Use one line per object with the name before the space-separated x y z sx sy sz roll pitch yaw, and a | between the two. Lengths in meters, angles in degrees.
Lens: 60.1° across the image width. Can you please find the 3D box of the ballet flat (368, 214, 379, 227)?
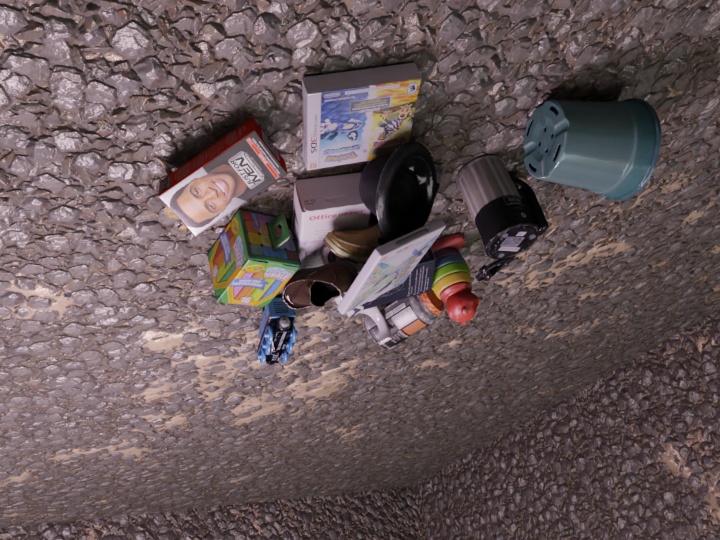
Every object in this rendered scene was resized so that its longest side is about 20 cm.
ballet flat | 0.052 -0.107 1.331 0.070 0.072 0.200 4 145 -32

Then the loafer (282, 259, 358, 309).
loafer | -0.093 0.036 1.231 0.199 0.071 0.073 -25 113 42

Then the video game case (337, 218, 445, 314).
video game case | 0.058 -0.006 1.194 0.181 0.022 0.201 -26 160 -38

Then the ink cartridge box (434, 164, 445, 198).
ink cartridge box | 0.128 -0.125 1.327 0.037 0.095 0.201 22 144 1

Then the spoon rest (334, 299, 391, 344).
spoon rest | 0.009 0.099 1.598 0.099 0.061 0.201 -30 111 24

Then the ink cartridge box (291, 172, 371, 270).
ink cartridge box | -0.064 -0.097 1.277 0.145 0.087 0.201 -10 147 -16

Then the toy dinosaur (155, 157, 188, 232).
toy dinosaur | -0.310 -0.122 1.135 0.100 0.059 0.201 -10 148 -11

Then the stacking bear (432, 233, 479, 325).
stacking bear | 0.228 0.032 1.522 0.112 0.202 0.122 -12 149 -9

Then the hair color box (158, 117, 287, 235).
hair color box | -0.234 -0.159 1.064 0.198 0.062 0.102 -32 127 9

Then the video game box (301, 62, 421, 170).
video game box | -0.004 -0.264 1.085 0.197 0.047 0.183 -11 151 -12

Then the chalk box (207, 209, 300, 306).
chalk box | -0.209 -0.034 1.264 0.123 0.126 0.200 8 139 -37

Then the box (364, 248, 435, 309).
box | 0.065 -0.005 1.471 0.197 0.108 0.149 -15 150 -8

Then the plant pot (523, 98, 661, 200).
plant pot | 0.440 -0.246 1.221 0.193 0.203 0.201 3 144 -18

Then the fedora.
fedora | 0.061 -0.149 1.157 0.200 0.091 0.203 -33 134 -42

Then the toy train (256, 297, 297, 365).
toy train | -0.213 0.157 1.572 0.085 0.116 0.201 -1 145 -21

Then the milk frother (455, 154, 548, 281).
milk frother | 0.280 -0.104 1.348 0.179 0.190 0.200 15 137 -41

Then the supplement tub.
supplement tub | 0.120 0.115 1.675 0.199 0.124 0.122 -33 146 24

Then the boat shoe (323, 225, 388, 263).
boat shoe | 0.010 -0.060 1.244 0.199 0.072 0.076 9 126 -52

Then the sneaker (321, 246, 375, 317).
sneaker | 0.000 0.000 1.310 0.128 0.080 0.201 -29 130 -10
